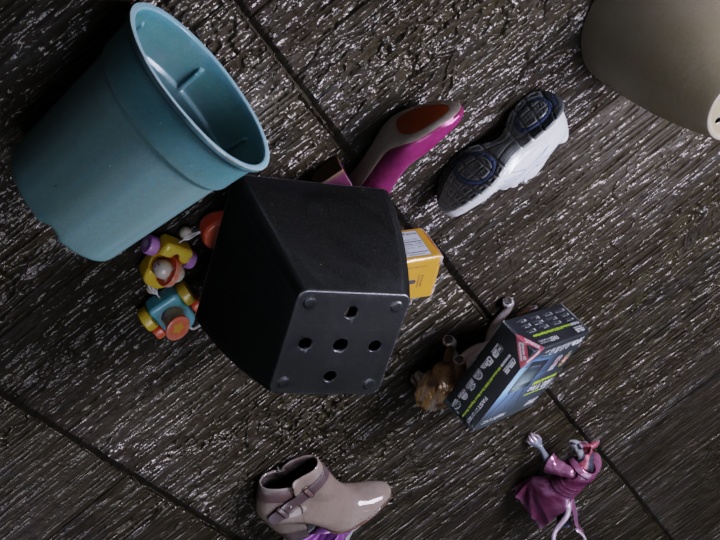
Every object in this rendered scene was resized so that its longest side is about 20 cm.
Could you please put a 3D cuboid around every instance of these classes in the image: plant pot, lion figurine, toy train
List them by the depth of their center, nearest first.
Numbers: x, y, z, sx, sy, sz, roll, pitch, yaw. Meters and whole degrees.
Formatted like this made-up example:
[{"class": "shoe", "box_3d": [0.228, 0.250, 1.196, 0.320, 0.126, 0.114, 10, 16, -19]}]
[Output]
[{"class": "plant pot", "box_3d": [-0.227, -0.123, 1.283, 0.196, 0.201, 0.200, -37, 138, 16]}, {"class": "plant pot", "box_3d": [-0.050, 0.032, 1.448, 0.198, 0.178, 0.201, 3, 122, -27]}, {"class": "toy train", "box_3d": [-0.186, 0.011, 1.521, 0.149, 0.056, 0.201, -5, 131, -27]}, {"class": "plant pot", "box_3d": [0.392, -0.249, 1.525, 0.186, 0.201, 0.188, -17, 135, -17]}, {"class": "lion figurine", "box_3d": [0.163, 0.124, 1.830, 0.199, 0.073, 0.123, -24, 145, -16]}]

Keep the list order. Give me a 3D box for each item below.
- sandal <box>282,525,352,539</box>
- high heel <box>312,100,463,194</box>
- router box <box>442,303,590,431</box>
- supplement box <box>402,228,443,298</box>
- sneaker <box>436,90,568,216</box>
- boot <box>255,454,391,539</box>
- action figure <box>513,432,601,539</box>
[{"class": "sandal", "box_3d": [-0.050, 0.410, 1.978, 0.202, 0.050, 0.083, -35, 138, 1]}, {"class": "high heel", "box_3d": [0.046, -0.124, 1.528, 0.199, 0.068, 0.096, -26, 130, 15]}, {"class": "router box", "box_3d": [0.218, 0.132, 1.787, 0.199, 0.062, 0.150, -10, 140, -57]}, {"class": "supplement box", "box_3d": [0.000, 0.000, 1.617, 0.198, 0.069, 0.067, -6, 131, -25]}, {"class": "sneaker", "box_3d": [0.183, -0.130, 1.606, 0.199, 0.075, 0.087, -38, 143, 6]}, {"class": "boot", "box_3d": [-0.055, 0.320, 1.879, 0.198, 0.070, 0.147, -24, 135, -11]}, {"class": "action figure", "box_3d": [0.329, 0.344, 2.087, 0.133, 0.150, 0.201, 2, 142, -25]}]
